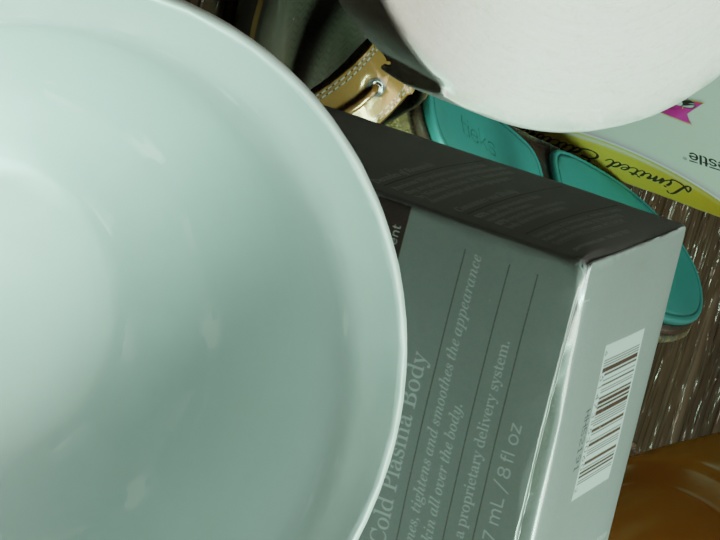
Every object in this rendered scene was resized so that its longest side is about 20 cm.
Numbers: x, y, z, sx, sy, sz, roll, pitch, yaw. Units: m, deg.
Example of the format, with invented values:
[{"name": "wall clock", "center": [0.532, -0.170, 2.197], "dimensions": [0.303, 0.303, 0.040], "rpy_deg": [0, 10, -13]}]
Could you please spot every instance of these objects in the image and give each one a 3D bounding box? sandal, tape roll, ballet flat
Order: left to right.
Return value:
[{"name": "sandal", "center": [-0.009, -0.055, 0.998], "dimensions": [0.082, 0.054, 0.201], "rpy_deg": [-27, 138, -57]}, {"name": "ballet flat", "center": [0.053, -0.018, 1.122], "dimensions": [0.200, 0.070, 0.071], "rpy_deg": [30, 80, -47]}, {"name": "tape roll", "center": [0.072, -0.142, 0.925], "dimensions": [0.202, 0.037, 0.204], "rpy_deg": [-14, 117, -30]}]

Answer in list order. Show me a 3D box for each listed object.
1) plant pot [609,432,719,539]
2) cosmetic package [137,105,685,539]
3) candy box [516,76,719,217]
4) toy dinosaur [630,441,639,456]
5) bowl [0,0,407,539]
[{"name": "plant pot", "center": [0.090, 0.171, 1.088], "dimensions": [0.182, 0.200, 0.201], "rpy_deg": [-9, 120, -35]}, {"name": "cosmetic package", "center": [-0.018, 0.010, 0.861], "dimensions": [0.090, 0.199, 0.108], "rpy_deg": [-20, 124, -64]}, {"name": "candy box", "center": [0.099, -0.119, 1.104], "dimensions": [0.061, 0.136, 0.201], "rpy_deg": [-54, 152, -31]}, {"name": "toy dinosaur", "center": [0.053, 0.101, 1.246], "dimensions": [0.101, 0.058, 0.200], "rpy_deg": [-23, 162, -29]}, {"name": "bowl", "center": [-0.095, 0.018, 0.780], "dimensions": [0.200, 0.090, 0.202], "rpy_deg": [-4, 102, -20]}]
